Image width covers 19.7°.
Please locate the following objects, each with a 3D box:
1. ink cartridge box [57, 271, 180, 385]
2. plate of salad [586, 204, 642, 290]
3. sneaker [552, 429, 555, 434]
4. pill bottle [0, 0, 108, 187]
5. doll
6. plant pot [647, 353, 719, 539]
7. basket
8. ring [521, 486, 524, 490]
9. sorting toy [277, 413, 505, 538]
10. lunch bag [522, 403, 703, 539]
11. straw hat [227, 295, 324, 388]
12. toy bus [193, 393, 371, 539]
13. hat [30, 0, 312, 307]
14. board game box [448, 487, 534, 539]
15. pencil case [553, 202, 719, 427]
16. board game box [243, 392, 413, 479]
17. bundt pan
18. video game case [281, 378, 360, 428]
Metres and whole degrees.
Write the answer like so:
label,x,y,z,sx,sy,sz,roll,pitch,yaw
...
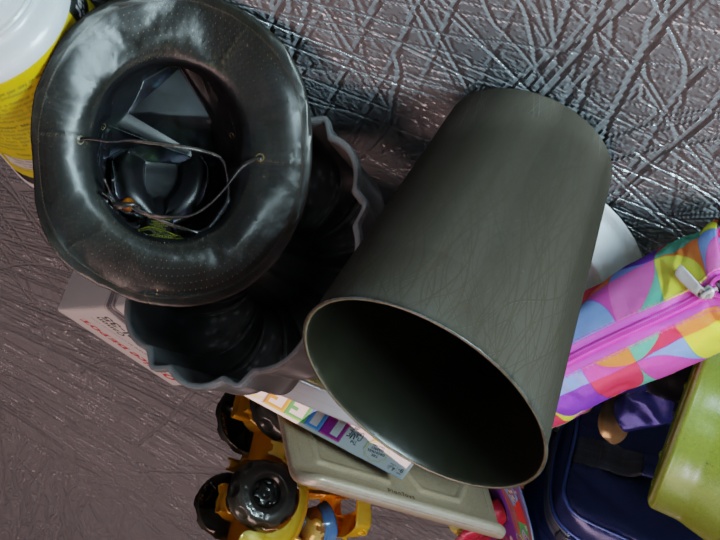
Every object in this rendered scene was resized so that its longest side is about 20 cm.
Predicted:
label,x,y,z,sx,sy,sz,roll,pitch,yaw
ink cartridge box,-0.134,0.030,1.736,0.146,0.083,0.199,36,155,-33
plate of salad,0.097,0.011,1.423,0.198,0.048,0.201,3,122,4
sneaker,0.103,0.130,1.754,0.084,0.073,0.200,10,157,23
pill bottle,-0.222,-0.144,1.357,0.114,0.115,0.200,12,157,25
doll,0.248,0.085,1.538,0.136,0.049,0.199,41,147,-22
plant pot,0.301,0.129,1.386,0.192,0.201,0.201,21,159,7
basket,0.072,-0.002,1.263,0.135,0.201,0.180,-10,134,41
ring,0.202,0.216,1.871,0.199,0.019,0.200,13,171,2
sorting toy,0.009,0.119,1.579,0.184,0.201,0.037,19,121,-29
lunch bag,0.235,0.203,1.689,0.199,0.136,0.133,22,142,-6
straw hat,0.000,0.000,1.497,0.200,0.202,0.085,27,119,-13
toy bus,-0.037,0.182,1.864,0.191,0.201,0.136,20,161,-18
hat,-0.123,-0.080,1.349,0.200,0.202,0.081,25,-178,-9
board game box,0.081,0.178,1.685,0.200,0.039,0.159,-134,29,-57
pencil case,0.175,0.037,1.346,0.199,0.089,0.088,-30,132,27
board game box,-0.042,0.060,1.537,0.199,0.135,0.034,29,118,-12
bundt pan,-0.060,-0.006,1.389,0.201,0.203,0.076,5,163,37
video game case,0.012,0.058,1.537,0.199,0.183,0.024,24,120,-22
